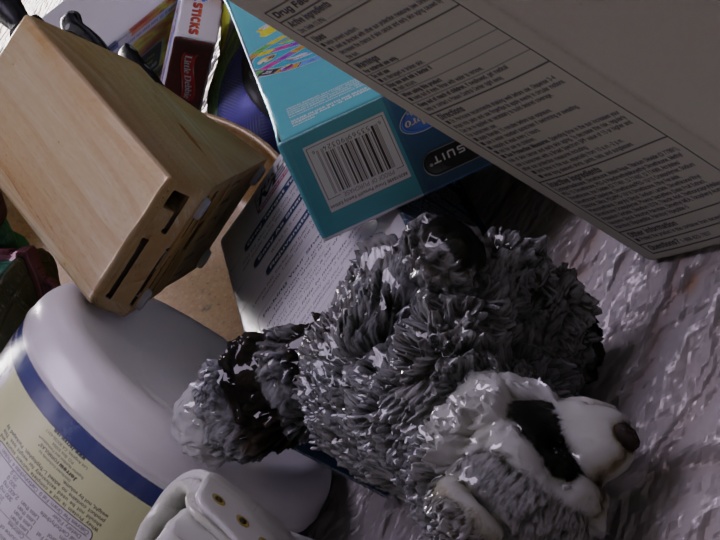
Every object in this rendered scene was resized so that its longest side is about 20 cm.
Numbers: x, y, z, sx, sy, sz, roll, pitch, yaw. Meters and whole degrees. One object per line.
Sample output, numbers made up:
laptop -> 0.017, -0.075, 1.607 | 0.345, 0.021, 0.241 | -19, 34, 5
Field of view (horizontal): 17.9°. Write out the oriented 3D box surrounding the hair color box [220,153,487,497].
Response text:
hair color box -> 0.000, 0.000, 0.956 | 0.100, 0.060, 0.200 | -55, 21, 14

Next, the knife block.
knife block -> -0.135, -0.067, 1.002 | 0.064, 0.175, 0.200 | -57, -2, 12

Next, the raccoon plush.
raccoon plush -> 0.013, 0.075, 0.779 | 0.200, 0.097, 0.134 | -36, 34, 42

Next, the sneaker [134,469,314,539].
sneaker -> -0.026, 0.133, 0.758 | 0.074, 0.115, 0.200 | -56, 22, 4

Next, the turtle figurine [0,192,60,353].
turtle figurine -> -0.179, 0.011, 0.999 | 0.200, 0.101, 0.150 | -29, -54, -79

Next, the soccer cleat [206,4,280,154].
soccer cleat -> -0.060, -0.110, 1.247 | 0.084, 0.065, 0.200 | -53, 21, 25

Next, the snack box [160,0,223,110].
snack box -> -0.103, -0.069, 1.235 | 0.072, 0.024, 0.200 | -85, 9, -47

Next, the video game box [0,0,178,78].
video game box -> -0.161, -0.073, 1.258 | 0.200, 0.047, 0.182 | -45, -15, -34

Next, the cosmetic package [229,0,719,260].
cosmetic package -> 0.056, -0.087, 0.745 | 0.105, 0.200, 0.071 | -16, 47, 61

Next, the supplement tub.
supplement tub -> -0.122, 0.121, 0.953 | 0.200, 0.145, 0.145 | -54, 21, 15

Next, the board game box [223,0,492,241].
board game box -> 0.030, -0.097, 0.943 | 0.151, 0.047, 0.200 | -24, 24, 1

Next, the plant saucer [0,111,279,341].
plant saucer -> -0.112, 0.014, 1.116 | 0.200, 0.035, 0.200 | -9, 58, 15
